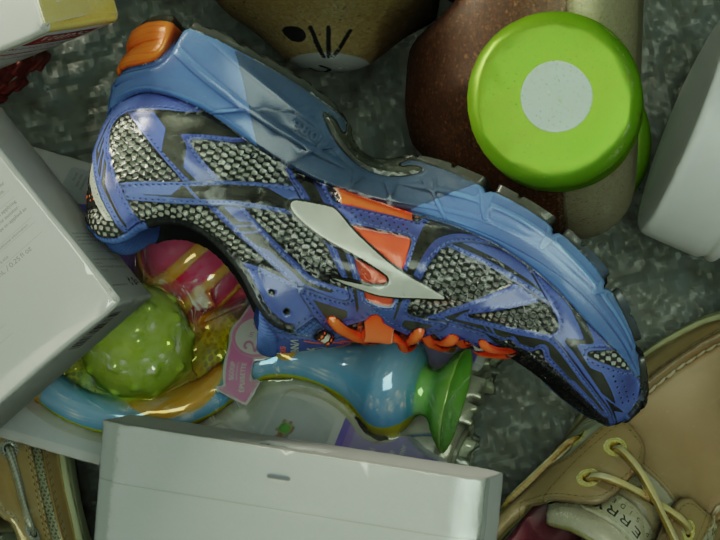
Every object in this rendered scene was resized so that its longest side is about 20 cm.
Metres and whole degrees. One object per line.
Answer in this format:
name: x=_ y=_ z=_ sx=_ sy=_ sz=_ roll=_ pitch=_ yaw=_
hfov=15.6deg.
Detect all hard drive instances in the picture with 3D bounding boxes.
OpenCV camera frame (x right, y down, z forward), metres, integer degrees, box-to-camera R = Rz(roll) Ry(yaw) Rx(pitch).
hard drive: x=-0.028 y=0.154 z=0.826 sx=0.131 sy=0.026 sz=0.202 roll=7 pitch=95 yaw=23

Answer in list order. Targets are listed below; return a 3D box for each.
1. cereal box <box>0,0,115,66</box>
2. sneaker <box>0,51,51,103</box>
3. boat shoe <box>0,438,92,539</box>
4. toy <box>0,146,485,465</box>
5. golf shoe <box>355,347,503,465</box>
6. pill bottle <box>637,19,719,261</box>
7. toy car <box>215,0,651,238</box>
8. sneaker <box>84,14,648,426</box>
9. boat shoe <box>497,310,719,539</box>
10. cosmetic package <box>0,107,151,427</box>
cereal box: x=-0.179 y=-0.122 z=0.872 sx=0.199 sy=0.039 sz=0.145 roll=-18 pitch=88 yaw=38
sneaker: x=-0.133 y=-0.154 z=0.924 sx=0.081 sy=0.078 sz=0.202 roll=5 pitch=80 yaw=2
boat shoe: x=-0.135 y=0.077 z=0.897 sx=0.071 sy=0.076 sz=0.201 roll=-33 pitch=76 yaw=17
toy: x=-0.058 y=0.012 z=0.880 sx=0.199 sy=0.047 sz=0.116 roll=17 pitch=55 yaw=9
golf shoe: x=-0.021 y=0.083 z=0.922 sx=0.097 sy=0.078 sz=0.201 roll=29 pitch=87 yaw=4
pill bottle: x=0.202 y=-0.013 z=0.911 sx=0.199 sy=0.111 sz=0.112 roll=23 pitch=89 yaw=-2
toy car: x=-0.001 y=-0.093 z=0.887 sx=0.198 sy=0.164 sz=0.159 roll=2 pitch=88 yaw=8
sneaker: x=0.000 y=0.000 z=0.834 sx=0.199 sy=0.075 sz=0.079 roll=28 pitch=80 yaw=3
boat shoe: x=0.086 y=0.096 z=0.927 sx=0.074 sy=0.066 sz=0.200 roll=42 pitch=88 yaw=-1
cosmetic package: x=-0.169 y=0.042 z=0.842 sx=0.200 sy=0.051 sz=0.083 roll=-40 pitch=87 yaw=8
